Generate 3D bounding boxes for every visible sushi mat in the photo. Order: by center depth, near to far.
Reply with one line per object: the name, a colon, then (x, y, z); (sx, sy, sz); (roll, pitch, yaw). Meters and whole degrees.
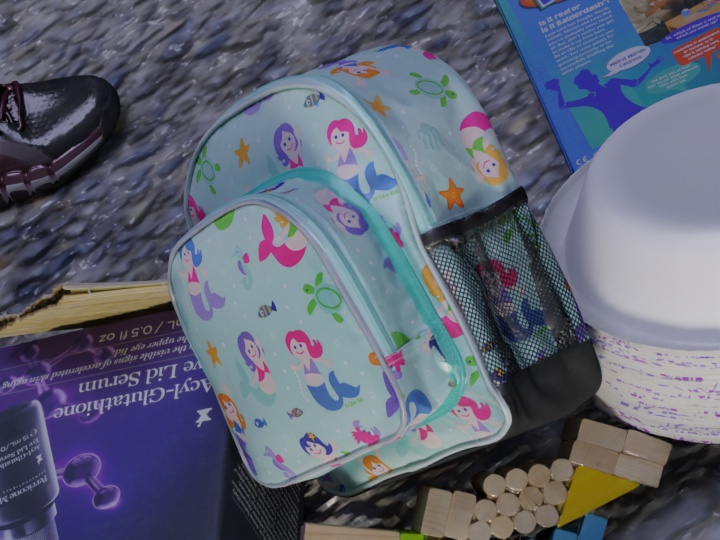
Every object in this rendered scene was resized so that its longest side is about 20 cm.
sushi mat: (-0.089, 0.014, 1.382); (0.096, 0.200, 0.012); (-20, 77, 54)

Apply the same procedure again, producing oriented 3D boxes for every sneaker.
sneaker: (-0.254, -0.092, 1.613); (0.200, 0.116, 0.076); (-23, 43, 6)

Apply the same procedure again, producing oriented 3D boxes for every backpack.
backpack: (0.000, 0.000, 1.268); (0.150, 0.200, 0.177); (-17, -5, -38)

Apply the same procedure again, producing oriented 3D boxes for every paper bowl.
paper bowl: (0.185, -0.016, 1.299); (0.200, 0.104, 0.201); (-10, 37, 8)

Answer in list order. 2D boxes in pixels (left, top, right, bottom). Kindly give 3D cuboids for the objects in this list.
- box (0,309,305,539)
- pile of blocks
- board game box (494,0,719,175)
box: (-0.113, 0.129, 1.337); (0.148, 0.104, 0.200); (-13, 44, 15)
pile of blocks: (0.058, 0.132, 1.292); (0.200, 0.082, 0.062); (-21, -1, -5)
board game box: (0.168, -0.123, 1.477); (0.152, 0.045, 0.200); (-24, 43, 6)
